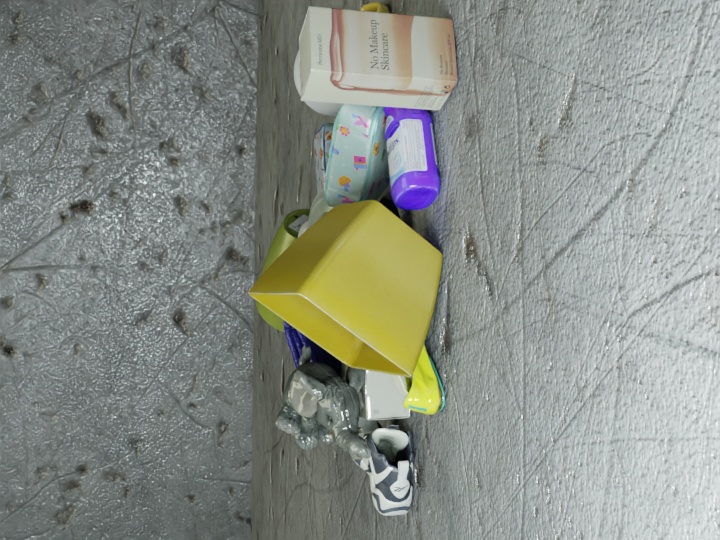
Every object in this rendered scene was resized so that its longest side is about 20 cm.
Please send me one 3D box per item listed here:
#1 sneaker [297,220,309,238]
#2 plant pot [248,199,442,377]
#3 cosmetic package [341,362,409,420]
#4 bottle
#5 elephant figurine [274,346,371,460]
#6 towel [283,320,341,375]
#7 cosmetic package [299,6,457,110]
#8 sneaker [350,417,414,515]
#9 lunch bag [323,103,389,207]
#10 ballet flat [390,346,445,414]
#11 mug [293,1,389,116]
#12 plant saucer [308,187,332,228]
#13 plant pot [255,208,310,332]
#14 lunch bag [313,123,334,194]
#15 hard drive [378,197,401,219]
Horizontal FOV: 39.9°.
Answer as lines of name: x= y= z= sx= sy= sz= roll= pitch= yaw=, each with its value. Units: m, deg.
sneaker: x=-0.067 y=0.009 z=1.798 sx=0.082 sy=0.073 sz=0.201 roll=-119 pitch=17 yaw=-62
plant pot: x=-0.004 y=0.014 z=1.380 sx=0.177 sy=0.200 sz=0.200 roll=-59 pitch=22 yaw=-15
cosmetic package: x=0.021 y=0.184 z=1.624 sx=0.200 sy=0.073 sz=0.104 roll=173 pitch=96 yaw=-77
bottle: x=0.070 y=-0.191 z=1.419 sx=0.084 sy=0.065 sz=0.201 roll=122 pitch=146 yaw=-64
elephant figurine: x=-0.042 y=0.199 z=1.519 sx=0.142 sy=0.155 sz=0.200 roll=-50 pitch=7 yaw=-26
towel: x=-0.066 y=0.175 z=1.773 sx=0.200 sy=0.049 sz=0.148 roll=44 pitch=-166 yaw=-52
cosmetic package: x=0.022 y=-0.283 z=1.331 sx=0.087 sy=0.198 sz=0.104 roll=124 pitch=144 yaw=-68
sneaker: x=0.035 y=0.267 z=1.548 sx=0.200 sy=0.079 sz=0.130 roll=-108 pitch=23 yaw=-52
lunch bag: x=0.013 y=-0.200 z=1.546 sx=0.160 sy=0.077 sz=0.201 roll=-49 pitch=-24 yaw=-53
ballet flat: x=0.069 y=0.124 z=1.425 sx=0.201 sy=0.067 sz=0.067 roll=-104 pitch=18 yaw=-47
mug: x=-0.023 y=-0.356 z=1.681 sx=0.153 sy=0.148 sz=0.188 roll=-155 pitch=59 yaw=-67
plant saucer: x=-0.030 y=-0.047 z=1.676 sx=0.199 sy=0.050 sz=0.202 roll=20 pitch=120 yaw=39
plant pot: x=-0.107 y=-0.012 z=1.910 sx=0.188 sy=0.186 sz=0.201 roll=-103 pitch=15 yaw=-45
lunch bag: x=-0.049 y=-0.190 z=1.940 sx=0.160 sy=0.075 sz=0.202 roll=154 pitch=115 yaw=-79
hard drive: x=0.000 y=0.000 z=1.572 sx=0.200 sy=0.033 sz=0.140 roll=-42 pitch=52 yaw=35
